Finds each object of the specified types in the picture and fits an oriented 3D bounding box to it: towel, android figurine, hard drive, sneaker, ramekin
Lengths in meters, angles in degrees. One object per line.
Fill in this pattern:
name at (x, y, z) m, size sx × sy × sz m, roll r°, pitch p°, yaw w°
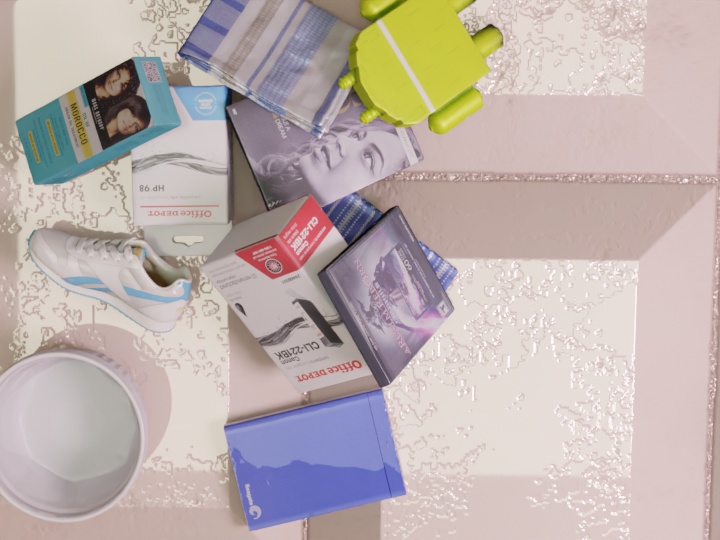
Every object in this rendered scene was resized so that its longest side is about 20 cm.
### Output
towel at (0.000, 0.000, 1.691) m, size 0.199 × 0.024 × 0.146 m, roll 36°, pitch 97°, yaw -3°
towel at (-0.093, -0.255, 1.626) m, size 0.198 × 0.024 × 0.148 m, roll 29°, pitch 69°, yaw 3°
android figurine at (0.066, -0.244, 1.623) m, size 0.199 × 0.041 × 0.183 m, roll -37°, pitch 100°, yaw -15°
hard drive at (-0.055, 0.229, 1.717) m, size 0.197 × 0.025 × 0.134 m, roll -13°, pitch 97°, yaw 2°
sneaker at (-0.292, -0.007, 1.661) m, size 0.198 × 0.077 × 0.081 m, roll 26°, pitch 118°, yaw -11°
ramekin at (-0.344, 0.186, 1.678) m, size 0.197 × 0.105 × 0.203 m, roll 0°, pitch 97°, yaw 0°

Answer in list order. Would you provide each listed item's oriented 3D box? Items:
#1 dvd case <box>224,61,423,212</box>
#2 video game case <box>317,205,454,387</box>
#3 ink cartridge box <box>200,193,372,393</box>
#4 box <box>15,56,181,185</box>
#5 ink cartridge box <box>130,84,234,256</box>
dvd case at (-0.040, -0.158, 1.645) m, size 0.198 × 0.016 × 0.150 m, roll -25°, pitch 96°, yaw -16°
video game case at (0.033, 0.025, 1.593) m, size 0.019 × 0.200 × 0.144 m, roll -24°, pitch 100°, yaw 31°
ink cartridge box at (-0.063, 0.032, 1.611) m, size 0.143 × 0.084 × 0.201 m, roll -18°, pitch 116°, yaw 44°
box at (-0.301, -0.168, 1.614) m, size 0.198 × 0.049 × 0.083 m, roll -22°, pitch 85°, yaw 32°
ink cartridge box at (-0.207, -0.114, 1.659) m, size 0.114 × 0.067 × 0.203 m, roll -1°, pitch 96°, yaw 0°
